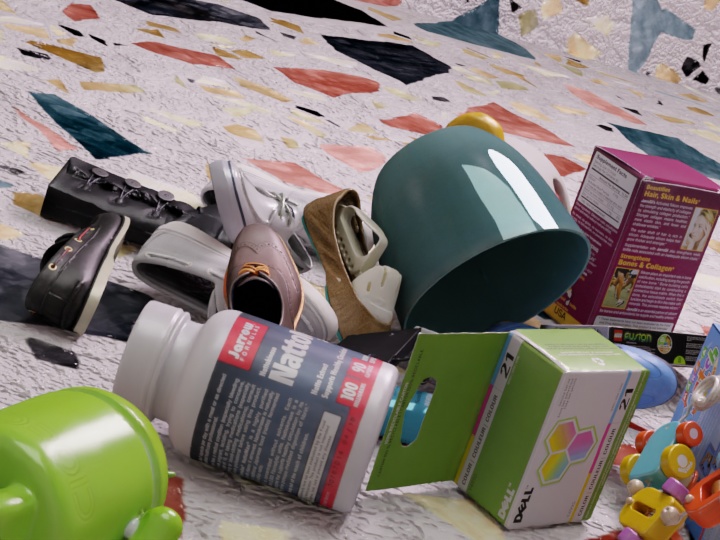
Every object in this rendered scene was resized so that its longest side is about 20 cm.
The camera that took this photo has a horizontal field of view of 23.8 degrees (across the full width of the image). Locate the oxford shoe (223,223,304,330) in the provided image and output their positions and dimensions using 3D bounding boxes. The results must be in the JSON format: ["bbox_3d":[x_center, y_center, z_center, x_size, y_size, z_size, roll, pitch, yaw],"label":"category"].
[{"bbox_3d":[-0.083,0.018,1.475,0.071,0.073,0.200,-5,42,-4],"label":"oxford shoe"}]

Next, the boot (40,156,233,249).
[{"bbox_3d":[-0.210,-0.065,1.763,0.200,0.066,0.165,16,16,6],"label":"boot"}]

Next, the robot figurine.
[{"bbox_3d":[-0.198,0.138,1.072,0.175,0.116,0.200,26,19,18],"label":"robot figurine"}]

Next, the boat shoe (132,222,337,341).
[{"bbox_3d":[-0.118,0.022,1.568,0.200,0.072,0.069,31,48,12],"label":"boat shoe"}]

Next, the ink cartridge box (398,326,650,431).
[{"bbox_3d":[0.152,0.120,1.550,0.200,0.057,0.162,32,-8,-26],"label":"ink cartridge box"}]

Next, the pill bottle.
[{"bbox_3d":[-0.082,0.097,1.306,0.200,0.120,0.120,19,18,3],"label":"pill bottle"}]

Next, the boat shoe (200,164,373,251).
[{"bbox_3d":[-0.082,-0.059,1.857,0.200,0.072,0.069,28,36,16],"label":"boat shoe"}]

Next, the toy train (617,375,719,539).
[{"bbox_3d":[0.283,0.174,1.420,0.056,0.150,0.200,45,20,-13],"label":"toy train"}]

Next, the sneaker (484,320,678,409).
[{"bbox_3d":[0.211,0.100,1.663,0.200,0.066,0.078,14,10,2],"label":"sneaker"}]

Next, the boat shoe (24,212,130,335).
[{"bbox_3d":[-0.250,-0.010,1.526,0.063,0.074,0.201,24,21,-7],"label":"boat shoe"}]

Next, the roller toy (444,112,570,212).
[{"bbox_3d":[0.128,-0.052,1.841,0.182,0.200,0.140,42,22,7],"label":"roller toy"}]

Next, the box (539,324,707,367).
[{"bbox_3d":[0.298,0.081,1.796,0.200,0.035,0.110,6,-4,-34],"label":"box"}]

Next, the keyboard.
[{"bbox_3d":[0.016,0.083,1.458,0.127,0.021,0.200,-7,12,19],"label":"keyboard"}]

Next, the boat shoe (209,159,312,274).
[{"bbox_3d":[-0.093,-0.051,1.641,0.067,0.200,0.074,-16,63,3],"label":"boat shoe"}]

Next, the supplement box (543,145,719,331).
[{"bbox_3d":[0.301,-0.024,1.908,0.131,0.200,0.103,8,21,-32],"label":"supplement box"}]

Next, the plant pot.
[{"bbox_3d":[0.102,-0.044,1.682,0.200,0.201,0.161,2,53,-42],"label":"plant pot"}]

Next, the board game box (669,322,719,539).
[{"bbox_3d":[0.319,0.152,1.484,0.037,0.152,0.200,16,18,-12],"label":"board game box"}]

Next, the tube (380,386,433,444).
[{"bbox_3d":[0.012,0.118,1.468,0.200,0.051,0.077,14,10,5],"label":"tube"}]

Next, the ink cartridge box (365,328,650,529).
[{"bbox_3d":[0.117,0.128,1.366,0.200,0.148,0.076,1,26,-41],"label":"ink cartridge box"}]

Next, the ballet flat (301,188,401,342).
[{"bbox_3d":[0.000,0.000,1.623,0.068,0.072,0.200,27,35,-43],"label":"ballet flat"}]
